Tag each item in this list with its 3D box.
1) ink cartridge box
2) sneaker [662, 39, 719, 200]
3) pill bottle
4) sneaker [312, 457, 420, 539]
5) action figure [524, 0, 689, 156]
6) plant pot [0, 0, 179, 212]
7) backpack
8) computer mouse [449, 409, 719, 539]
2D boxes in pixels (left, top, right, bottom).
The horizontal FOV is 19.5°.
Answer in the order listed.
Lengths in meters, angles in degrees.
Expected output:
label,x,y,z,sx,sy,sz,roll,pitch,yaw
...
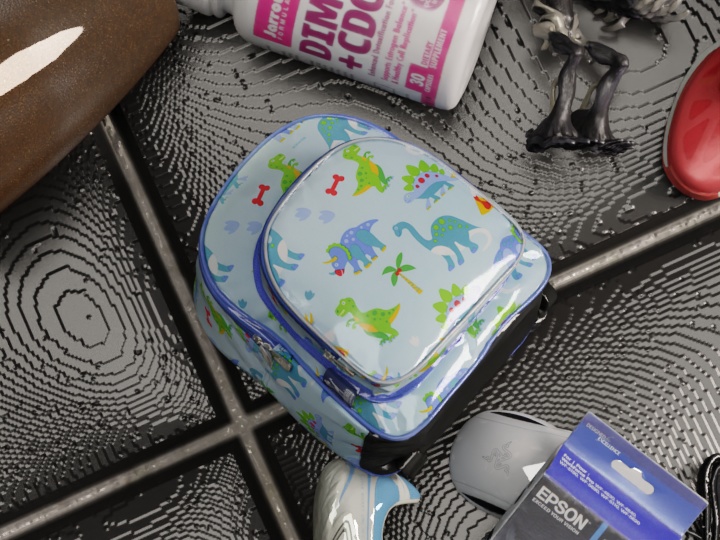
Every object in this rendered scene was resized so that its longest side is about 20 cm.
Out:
label,x,y,z,sx,sy,sz,roll,pitch,yaw
ink cartridge box,0.120,0.196,1.316,0.099,0.039,0.200,36,101,3
sneaker,0.263,-0.141,1.344,0.078,0.116,0.200,30,84,5
pill bottle,-0.015,-0.187,1.362,0.200,0.113,0.113,19,84,5
sneaker,-0.011,0.221,1.333,0.072,0.072,0.200,14,86,-4
action figure,0.153,-0.176,1.356,0.102,0.119,0.200,-2,87,39
plant pot,-0.223,-0.144,1.345,0.200,0.187,0.187,-32,82,-16
backpack,0.000,0.000,1.314,0.200,0.147,0.183,37,68,14
computer mouse,0.153,0.147,1.347,0.200,0.044,0.110,18,85,4
